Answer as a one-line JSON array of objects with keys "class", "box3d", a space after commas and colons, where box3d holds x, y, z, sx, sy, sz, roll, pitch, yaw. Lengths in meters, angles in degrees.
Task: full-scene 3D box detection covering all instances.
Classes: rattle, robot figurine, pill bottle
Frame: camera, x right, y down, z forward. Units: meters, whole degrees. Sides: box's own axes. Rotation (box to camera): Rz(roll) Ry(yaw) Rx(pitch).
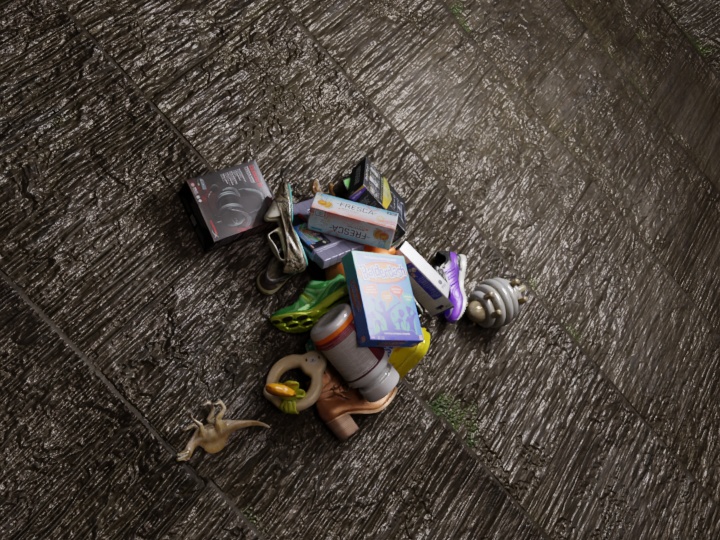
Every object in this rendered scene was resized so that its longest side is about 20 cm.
[{"class": "rattle", "box3d": [-0.130, 0.191, 1.568, 0.201, 0.129, 0.144, -50, 139, -19]}, {"class": "robot figurine", "box3d": [0.001, 0.002, 1.740, 0.198, 0.116, 0.146, -17, 121, -34]}, {"class": "pill bottle", "box3d": [-0.009, 0.179, 1.589, 0.201, 0.109, 0.110, 52, 55, -15]}]

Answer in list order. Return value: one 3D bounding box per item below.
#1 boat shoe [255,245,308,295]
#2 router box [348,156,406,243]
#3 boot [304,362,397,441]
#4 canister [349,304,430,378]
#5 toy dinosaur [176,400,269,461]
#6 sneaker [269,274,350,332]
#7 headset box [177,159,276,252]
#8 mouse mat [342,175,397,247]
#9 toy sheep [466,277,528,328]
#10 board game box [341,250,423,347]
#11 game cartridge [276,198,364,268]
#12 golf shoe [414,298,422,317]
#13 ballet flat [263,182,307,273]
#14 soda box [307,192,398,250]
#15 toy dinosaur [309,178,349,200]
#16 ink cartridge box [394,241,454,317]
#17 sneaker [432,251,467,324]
[{"class": "boat shoe", "box3d": [-0.159, -0.025, 1.686, 0.073, 0.065, 0.201, 41, 56, -9]}, {"class": "router box", "box3d": [0.043, -0.171, 1.791, 0.157, 0.052, 0.201, 47, 20, -18]}, {"class": "boot", "box3d": [-0.021, 0.268, 1.667, 0.199, 0.077, 0.156, -33, 86, -27]}, {"class": "canister", "box3d": [0.037, 0.151, 1.691, 0.199, 0.149, 0.087, 32, 36, -14]}, {"class": "toy dinosaur", "box3d": [-0.293, 0.316, 1.503, 0.198, 0.058, 0.103, -20, 98, -26]}, {"class": "sneaker", "box3d": [-0.108, 0.074, 1.651, 0.198, 0.074, 0.084, -24, 47, 1]}, {"class": "headset box", "box3d": [-0.282, -0.148, 1.652, 0.198, 0.077, 0.151, -22, 85, -33]}, {"class": "mouse mat", "box3d": [0.032, -0.151, 1.822, 0.201, 0.007, 0.161, 53, 18, -2]}, {"class": "toy sheep", "box3d": [0.355, 0.081, 1.910, 0.198, 0.138, 0.140, -18, 82, -25]}, {"class": "board game box", "box3d": [0.047, 0.062, 1.584, 0.150, 0.045, 0.203, 4, 63, -38]}, {"class": "game cartridge", "box3d": [-0.099, -0.089, 1.701, 0.129, 0.039, 0.200, -19, 50, -39]}, {"class": "golf shoe", "box3d": [0.072, 0.049, 1.679, 0.199, 0.097, 0.079, 32, 88, -43]}, {"class": "ballet flat", "box3d": [-0.171, -0.091, 1.622, 0.074, 0.068, 0.203, -12, 87, -17]}, {"class": "soda box", "box3d": [-0.018, -0.112, 1.677, 0.197, 0.064, 0.069, 16, 38, 1]}, {"class": "toy dinosaur", "box3d": [-0.052, -0.147, 1.811, 0.106, 0.060, 0.201, -45, 105, -22]}, {"class": "ink cartridge box", "box3d": [0.147, 0.023, 1.829, 0.200, 0.099, 0.039, 47, 55, -9]}, {"class": "sneaker", "box3d": [0.214, 0.038, 1.884, 0.098, 0.070, 0.203, 19, 56, -22]}]
